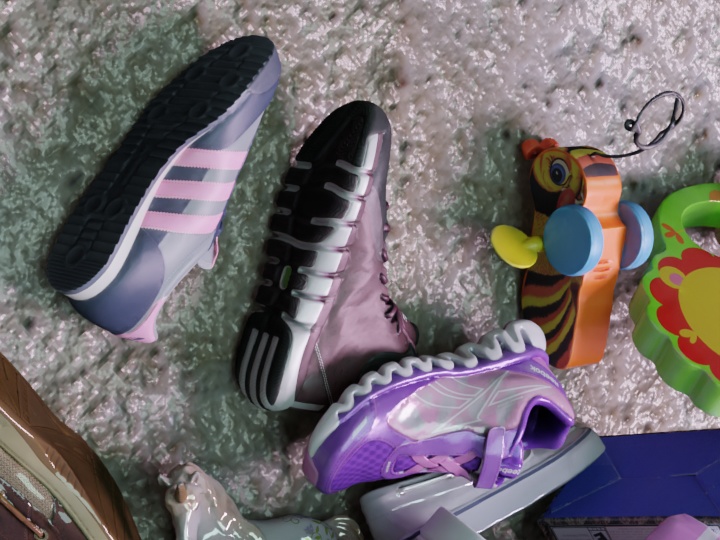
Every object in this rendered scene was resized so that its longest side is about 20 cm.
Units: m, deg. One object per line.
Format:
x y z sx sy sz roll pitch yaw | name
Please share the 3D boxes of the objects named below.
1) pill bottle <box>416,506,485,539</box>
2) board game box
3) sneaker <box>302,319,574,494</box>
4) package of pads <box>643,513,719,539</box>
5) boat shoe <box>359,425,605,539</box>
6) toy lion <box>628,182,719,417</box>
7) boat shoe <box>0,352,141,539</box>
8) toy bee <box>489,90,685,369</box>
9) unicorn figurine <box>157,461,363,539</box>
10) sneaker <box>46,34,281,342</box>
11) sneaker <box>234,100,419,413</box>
0.018 0.246 0.967 0.112 0.112 0.201 43 82 -26 | pill bottle
0.246 0.219 1.128 0.097 0.158 0.201 -46 115 -39 | board game box
0.058 0.101 1.025 0.199 0.081 0.089 -19 58 -30 | sneaker
0.157 0.255 1.000 0.200 0.075 0.121 -37 146 -36 | package of pads
0.085 0.136 1.088 0.199 0.074 0.066 -21 78 -40 | boat shoe
0.263 0.019 1.129 0.190 0.201 0.069 -7 139 -27 | toy lion
-0.193 0.126 0.927 0.072 0.072 0.201 -31 123 5 | boat shoe
0.152 -0.041 1.115 0.130 0.109 0.201 20 104 -45 | toy bee
-0.073 0.185 0.998 0.199 0.073 0.139 3 95 -51 | unicorn figurine
-0.104 -0.048 0.974 0.201 0.070 0.082 -53 133 -15 | sneaker
0.000 0.000 1.035 0.115 0.075 0.202 19 93 -36 | sneaker
